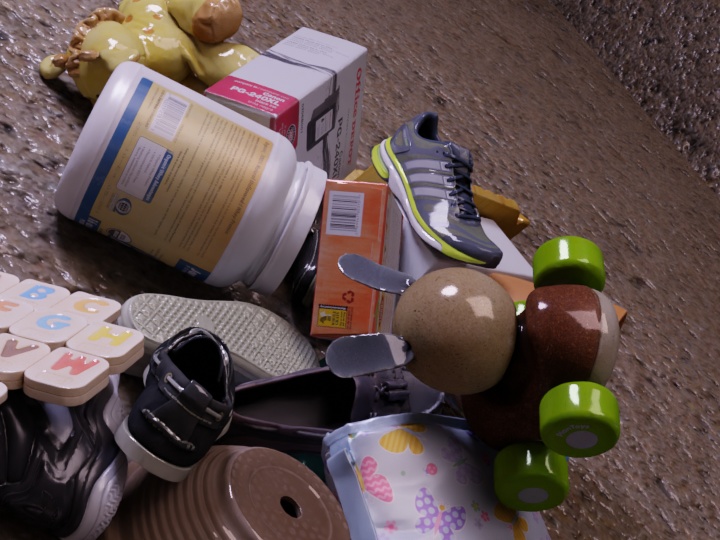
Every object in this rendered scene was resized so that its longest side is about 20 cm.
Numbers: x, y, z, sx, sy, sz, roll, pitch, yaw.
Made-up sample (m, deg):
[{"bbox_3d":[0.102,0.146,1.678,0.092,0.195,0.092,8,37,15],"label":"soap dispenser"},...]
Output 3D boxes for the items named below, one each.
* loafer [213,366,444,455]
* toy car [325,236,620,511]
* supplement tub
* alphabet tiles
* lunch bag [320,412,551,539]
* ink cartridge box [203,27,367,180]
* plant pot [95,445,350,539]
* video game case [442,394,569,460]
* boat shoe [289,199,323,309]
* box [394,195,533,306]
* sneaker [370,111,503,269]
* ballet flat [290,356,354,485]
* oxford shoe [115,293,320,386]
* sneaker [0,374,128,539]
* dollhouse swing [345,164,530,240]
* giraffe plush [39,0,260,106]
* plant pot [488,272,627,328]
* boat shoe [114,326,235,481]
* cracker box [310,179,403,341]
[{"bbox_3d":[-0.021,0.107,0.930,0.199,0.063,0.072,-6,65,-18],"label":"loafer"},{"bbox_3d":[0.071,0.057,0.866,0.200,0.158,0.165,15,48,-12],"label":"toy car"},{"bbox_3d":[-0.144,-0.074,1.023,0.200,0.145,0.145,26,27,-11],"label":"supplement tub"},{"bbox_3d":[-0.243,0.038,0.749,0.199,0.015,0.196,13,20,13],"label":"alphabet tiles"},{"bbox_3d":[0.052,0.203,0.894,0.200,0.127,0.170,18,45,-55],"label":"lunch bag"},{"bbox_3d":[-0.074,-0.137,1.187,0.083,0.146,0.200,19,35,19],"label":"ink cartridge box"},{"bbox_3d":[-0.073,0.184,0.793,0.201,0.093,0.201,33,25,-18],"label":"plant pot"},{"bbox_3d":[0.107,0.126,1.061,0.143,0.018,0.200,48,-13,6],"label":"video game case"},{"bbox_3d":[-0.056,-0.028,1.217,0.066,0.072,0.201,27,26,-8],"label":"boat shoe"},{"bbox_3d":[0.077,0.007,1.281,0.200,0.124,0.098,10,38,-51],"label":"box"},{"bbox_3d":[0.083,-0.082,1.188,0.074,0.081,0.200,9,38,-50],"label":"sneaker"},{"bbox_3d":[-0.021,0.118,1.009,0.067,0.070,0.200,41,24,-11],"label":"ballet flat"},{"bbox_3d":[-0.117,0.064,0.965,0.200,0.058,0.075,14,44,-41],"label":"oxford shoe"},{"bbox_3d":[-0.218,0.079,0.768,0.114,0.076,0.200,24,30,-35],"label":"sneaker"},{"bbox_3d":[0.057,-0.101,1.406,0.200,0.182,0.176,16,45,-44],"label":"dollhouse swing"},{"bbox_3d":[-0.218,-0.209,1.193,0.200,0.172,0.162,51,45,-4],"label":"giraffe plush"},{"bbox_3d":[0.161,0.094,1.205,0.140,0.200,0.200,30,21,14],"label":"plant pot"},{"bbox_3d":[-0.109,0.074,0.806,0.072,0.068,0.200,30,11,-6],"label":"boat shoe"},{"bbox_3d":[0.000,0.000,1.083,0.058,0.134,0.200,5,-5,7],"label":"cracker box"}]
